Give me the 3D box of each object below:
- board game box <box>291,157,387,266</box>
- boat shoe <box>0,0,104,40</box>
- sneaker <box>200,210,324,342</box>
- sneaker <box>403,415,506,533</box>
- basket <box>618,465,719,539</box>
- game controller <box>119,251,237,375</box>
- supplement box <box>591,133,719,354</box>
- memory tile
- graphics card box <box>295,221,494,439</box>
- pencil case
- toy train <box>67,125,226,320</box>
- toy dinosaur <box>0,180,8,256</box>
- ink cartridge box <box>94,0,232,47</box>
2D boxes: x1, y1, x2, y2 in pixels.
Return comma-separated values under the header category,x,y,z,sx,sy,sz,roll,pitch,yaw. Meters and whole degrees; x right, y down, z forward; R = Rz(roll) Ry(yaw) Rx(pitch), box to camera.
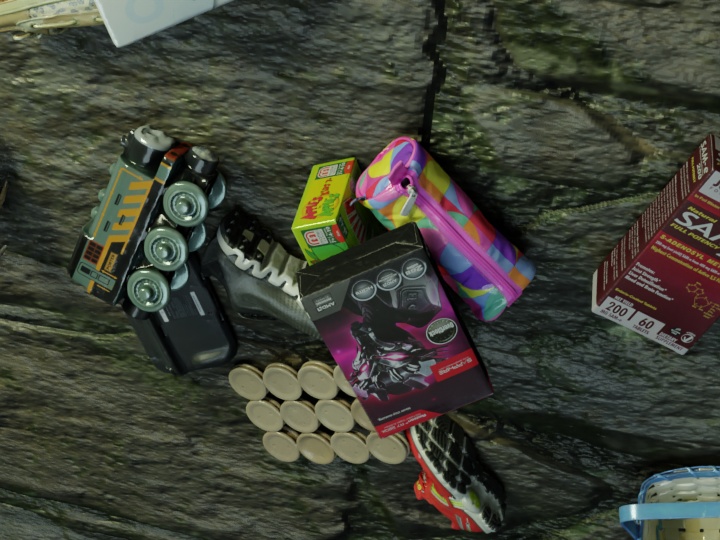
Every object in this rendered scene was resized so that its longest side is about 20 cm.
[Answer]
category,x,y,z,sx,sy,sz,roll,pitch,yaw
board game box,0.000,0.000,1.174,0.048,0.102,0.200,-10,127,21
boat shoe,-0.257,-0.234,1.050,0.200,0.073,0.063,-7,125,18
sneaker,-0.086,0.025,1.242,0.200,0.067,0.090,39,130,-15
sneaker,0.093,0.243,1.383,0.085,0.077,0.200,-13,124,34
basket,0.377,0.281,1.290,0.176,0.139,0.200,-3,160,15
game controller,-0.209,0.036,1.302,0.104,0.042,0.200,-15,127,6
supplement box,0.316,-0.020,1.113,0.109,0.061,0.200,25,130,-8
memory tile,-0.048,0.162,1.350,0.200,0.017,0.153,-5,124,33
graphics card box,0.035,0.061,1.123,0.125,0.051,0.200,-22,124,7
pencil case,0.081,-0.038,1.131,0.088,0.088,0.200,-31,120,32
toy train,-0.213,-0.047,1.180,0.114,0.085,0.200,28,115,0
toy dinosaur,-0.413,-0.104,1.198,0.135,0.086,0.200,13,116,-12
ink cartridge box,-0.163,-0.300,0.948,0.160,0.047,0.200,-23,127,-3
